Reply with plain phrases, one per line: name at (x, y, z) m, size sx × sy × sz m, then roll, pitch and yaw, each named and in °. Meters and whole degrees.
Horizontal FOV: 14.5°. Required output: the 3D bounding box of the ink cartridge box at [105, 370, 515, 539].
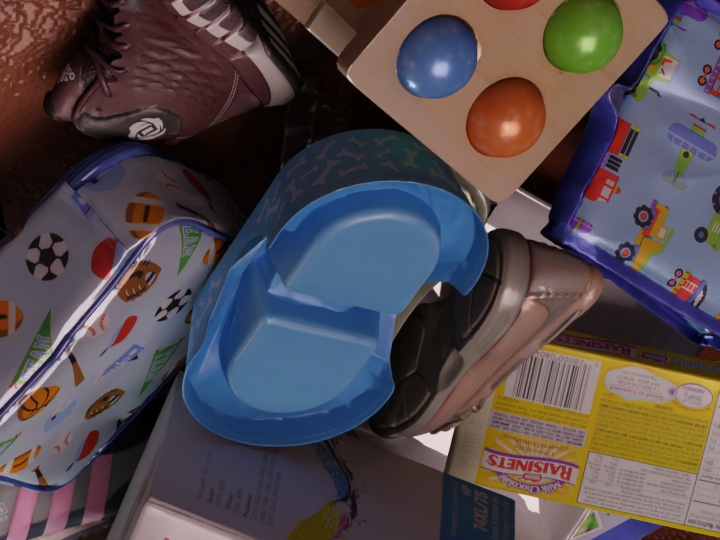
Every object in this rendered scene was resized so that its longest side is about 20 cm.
ink cartridge box at (-0.038, 0.176, 1.480) m, size 0.199 × 0.146 × 0.147 m, roll 22°, pitch 115°, yaw -6°

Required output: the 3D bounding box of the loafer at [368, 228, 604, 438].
loafer at (0.063, 0.042, 1.491) m, size 0.063 × 0.072 × 0.200 m, roll 10°, pitch 152°, yaw -18°

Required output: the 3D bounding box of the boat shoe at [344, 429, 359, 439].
boat shoe at (-0.010, 0.147, 1.587) m, size 0.067 × 0.074 × 0.200 m, roll -23°, pitch 112°, yaw 16°

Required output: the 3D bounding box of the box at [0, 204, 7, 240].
box at (-0.299, -0.035, 1.405) m, size 0.159 × 0.049 × 0.200 m, roll -36°, pitch 132°, yaw 16°

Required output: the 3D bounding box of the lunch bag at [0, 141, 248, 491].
lunch bag at (-0.143, 0.030, 1.463) m, size 0.200 × 0.076 × 0.160 m, roll -45°, pitch 160°, yaw 10°

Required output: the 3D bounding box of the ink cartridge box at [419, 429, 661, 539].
ink cartridge box at (0.122, 0.123, 1.703) m, size 0.119 × 0.042 × 0.200 m, roll -29°, pitch 135°, yaw 7°

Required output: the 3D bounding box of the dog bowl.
dog bowl at (-0.017, 0.007, 1.409) m, size 0.111 × 0.050 × 0.200 m, roll 13°, pitch 133°, yaw -26°

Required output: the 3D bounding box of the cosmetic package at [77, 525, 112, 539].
cosmetic package at (-0.176, 0.230, 1.654) m, size 0.200 × 0.087 × 0.103 m, roll -40°, pitch 130°, yaw 17°

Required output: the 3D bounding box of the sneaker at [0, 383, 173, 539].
sneaker at (-0.170, 0.102, 1.557) m, size 0.199 × 0.070 × 0.082 m, roll -28°, pitch 124°, yaw 1°

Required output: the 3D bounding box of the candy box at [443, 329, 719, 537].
candy box at (0.153, 0.090, 1.566) m, size 0.199 × 0.026 × 0.103 m, roll 12°, pitch 122°, yaw 2°

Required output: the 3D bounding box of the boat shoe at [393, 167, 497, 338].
boat shoe at (0.000, 0.000, 1.491) m, size 0.072 × 0.061 × 0.201 m, roll 39°, pitch 123°, yaw -14°

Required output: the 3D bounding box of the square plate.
square plate at (0.077, 0.048, 1.594) m, size 0.199 × 0.028 × 0.198 m, roll 26°, pitch 111°, yaw -19°

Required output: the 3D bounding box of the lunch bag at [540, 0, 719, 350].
lunch bag at (0.184, -0.051, 1.487) m, size 0.200 × 0.094 × 0.151 m, roll 31°, pitch 85°, yaw -41°

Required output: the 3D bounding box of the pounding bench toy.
pounding bench toy at (0.068, -0.116, 1.377) m, size 0.124 × 0.156 × 0.200 m, roll -48°, pitch 130°, yaw 5°

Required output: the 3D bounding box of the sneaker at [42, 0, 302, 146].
sneaker at (-0.121, -0.122, 1.378) m, size 0.115 × 0.076 × 0.200 m, roll -30°, pitch 134°, yaw 12°
